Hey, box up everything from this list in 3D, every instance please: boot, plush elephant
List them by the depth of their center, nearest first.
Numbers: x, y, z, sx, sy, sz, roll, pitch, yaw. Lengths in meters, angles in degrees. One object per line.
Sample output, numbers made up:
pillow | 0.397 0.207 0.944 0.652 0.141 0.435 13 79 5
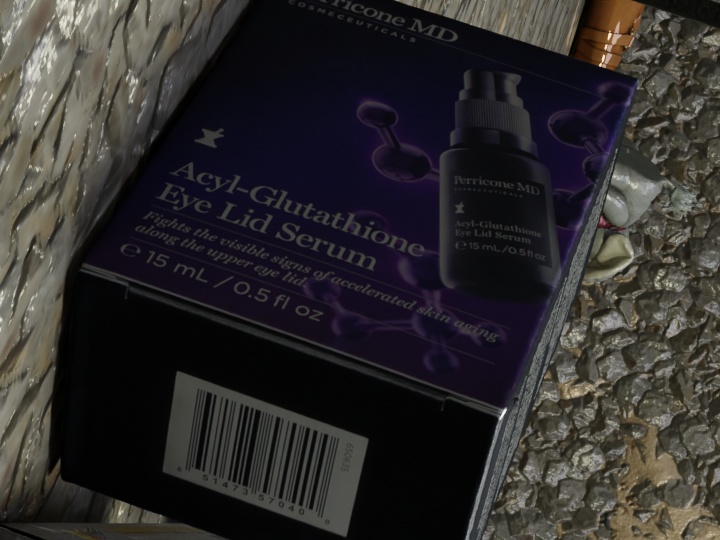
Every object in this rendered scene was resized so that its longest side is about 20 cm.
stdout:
boot | 0.267 -0.276 2.334 0.200 0.077 0.156 -52 165 -89
plush elephant | 0.297 -0.082 2.691 0.155 0.200 0.165 -54 -172 26

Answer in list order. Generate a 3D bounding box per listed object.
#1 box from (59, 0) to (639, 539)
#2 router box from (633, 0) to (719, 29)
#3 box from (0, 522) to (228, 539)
box | 0.000 0.000 0.772 0.200 0.148 0.104 -64 169 -48
router box | 0.155 -0.217 1.138 0.051 0.200 0.149 -45 153 -69
box | -0.070 0.170 0.760 0.200 0.048 0.159 11 92 -61
